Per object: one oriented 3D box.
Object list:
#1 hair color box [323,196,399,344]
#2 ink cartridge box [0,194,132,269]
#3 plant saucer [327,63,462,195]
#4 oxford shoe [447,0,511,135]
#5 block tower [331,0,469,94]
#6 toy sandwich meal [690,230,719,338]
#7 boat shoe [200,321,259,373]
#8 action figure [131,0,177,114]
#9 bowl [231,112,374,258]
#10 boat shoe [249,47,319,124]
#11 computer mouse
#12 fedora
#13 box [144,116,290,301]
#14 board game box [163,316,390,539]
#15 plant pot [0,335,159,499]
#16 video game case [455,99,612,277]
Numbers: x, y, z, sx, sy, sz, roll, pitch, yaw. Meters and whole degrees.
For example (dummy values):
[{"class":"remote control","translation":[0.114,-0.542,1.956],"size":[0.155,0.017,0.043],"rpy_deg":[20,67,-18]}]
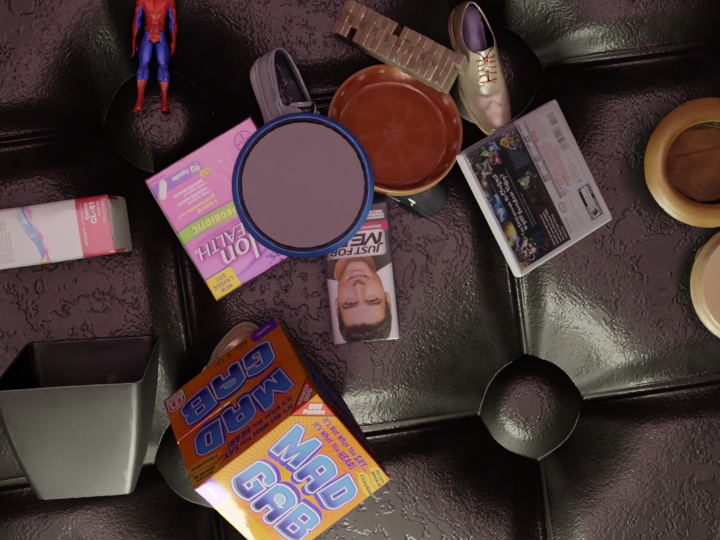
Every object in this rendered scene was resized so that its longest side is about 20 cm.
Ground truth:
[{"class":"hair color box","translation":[0.000,0.000,1.554],"size":[0.098,0.061,0.202],"rpy_deg":[-5,102,3]},{"class":"ink cartridge box","translation":[-0.435,-0.053,1.504],"size":[0.198,0.148,0.086],"rpy_deg":[-6,94,-3]},{"class":"plant saucer","translation":[0.048,-0.203,1.548],"size":[0.198,0.032,0.202],"rpy_deg":[2,74,-8]},{"class":"oxford shoe","translation":[0.174,-0.293,1.553],"size":[0.070,0.074,0.201],"rpy_deg":[-20,94,-2]},{"class":"block tower","translation":[0.055,-0.320,1.531],"size":[0.199,0.054,0.058],"rpy_deg":[28,92,12]},{"class":"toy sandwich meal","translation":[0.588,0.021,1.599],"size":[0.203,0.070,0.207],"rpy_deg":[0,93,2]},{"class":"boat shoe","translation":[-0.206,0.167,1.568],"size":[0.072,0.065,0.201],"rpy_deg":[35,91,-4]},{"class":"action figure","translation":[-0.298,-0.328,1.543],"size":[0.065,0.052,0.202],"rpy_deg":[3,89,-8]},{"class":"bowl","translation":[-0.079,-0.117,1.475],"size":[0.199,0.039,0.203],"rpy_deg":[0,92,-4]},{"class":"boat shoe","translation":[-0.097,-0.223,1.525],"size":[0.070,0.071,0.202],"rpy_deg":[-18,82,-38]},{"class":"computer mouse","translation":[0.025,-0.129,1.570],"size":[0.200,0.046,0.141],"rpy_deg":[40,90,-4]},{"class":"fedora","translation":[0.503,-0.157,1.574],"size":[0.199,0.082,0.203],"rpy_deg":[0,93,-8]},{"class":"box","translation":[-0.180,-0.088,1.539],"size":[0.175,0.097,0.201],"rpy_deg":[-30,95,-1]},{"class":"board game box","translation":[-0.118,0.233,1.474],"size":[0.199,0.200,0.200],"rpy_deg":[-37,125,0]},{"class":"plant pot","translation":[-0.388,0.211,1.508],"size":[0.198,0.200,0.179],"rpy_deg":[-2,104,-3]},{"class":"video game case","translation":[0.256,-0.121,1.564],"size":[0.181,0.023,0.201],"rpy_deg":[-30,99,-18]}]
